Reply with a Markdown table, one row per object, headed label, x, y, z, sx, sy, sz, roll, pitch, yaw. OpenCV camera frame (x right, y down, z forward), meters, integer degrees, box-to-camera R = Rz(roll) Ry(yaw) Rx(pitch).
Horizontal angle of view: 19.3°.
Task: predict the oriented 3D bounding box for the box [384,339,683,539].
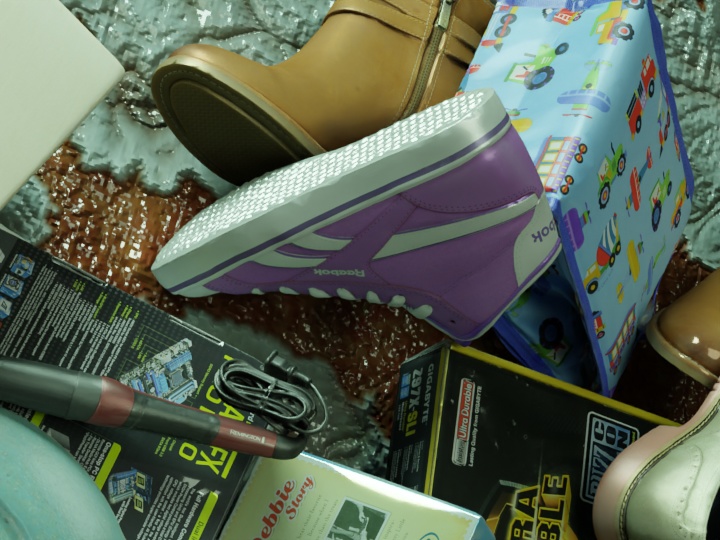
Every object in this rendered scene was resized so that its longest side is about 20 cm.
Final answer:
| label | x | y | z | sx | sy | sz | roll | pitch | yaw |
| --- | --- | --- | --- | --- | --- | --- | --- | --- | --- |
| box | 0.085 | 0.154 | 1.049 | 0.160 | 0.049 | 0.200 | 22 | 63 | -27 |

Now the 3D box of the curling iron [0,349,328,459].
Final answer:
| label | x | y | z | sx | sy | sz | roll | pitch | yaw |
| --- | --- | --- | --- | --- | --- | --- | --- | --- | --- |
| curling iron | -0.113 | 0.051 | 0.923 | 0.200 | 0.026 | 0.050 | 8 | 42 | -10 |

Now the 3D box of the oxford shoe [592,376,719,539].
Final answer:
| label | x | y | z | sx | sy | sz | roll | pitch | yaw |
| --- | --- | --- | --- | --- | --- | --- | --- | --- | --- |
| oxford shoe | 0.206 | 0.088 | 1.061 | 0.200 | 0.074 | 0.071 | -37 | 124 | -29 |

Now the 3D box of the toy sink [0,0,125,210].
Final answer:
| label | x | y | z | sx | sy | sz | roll | pitch | yaw |
| --- | --- | --- | --- | --- | --- | --- | --- | --- | --- |
| toy sink | -0.222 | -0.053 | 0.914 | 0.130 | 0.112 | 0.200 | 45 | 52 | -12 |

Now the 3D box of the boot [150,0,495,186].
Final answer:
| label | x | y | z | sx | sy | sz | roll | pitch | yaw |
| --- | --- | --- | --- | --- | --- | --- | --- | --- | --- |
| boot | -0.009 | -0.111 | 1.104 | 0.200 | 0.077 | 0.155 | 25 | 65 | -26 |

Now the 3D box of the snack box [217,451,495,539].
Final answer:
| label | x | y | z | sx | sy | sz | roll | pitch | yaw |
| --- | --- | --- | --- | --- | --- | --- | --- | --- | --- |
| snack box | -0.032 | 0.186 | 0.962 | 0.200 | 0.116 | 0.037 | -63 | 154 | -20 |

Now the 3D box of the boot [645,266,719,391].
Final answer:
| label | x | y | z | sx | sy | sz | roll | pitch | yaw |
| --- | --- | --- | --- | --- | --- | --- | --- | --- | --- |
| boot | 0.236 | -0.015 | 1.149 | 0.074 | 0.155 | 0.200 | 38 | 25 | 13 |

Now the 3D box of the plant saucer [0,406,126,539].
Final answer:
| label | x | y | z | sx | sy | sz | roll | pitch | yaw |
| --- | --- | --- | --- | --- | --- | --- | --- | --- | --- |
| plant saucer | -0.184 | 0.132 | 0.851 | 0.201 | 0.039 | 0.201 | 7 | 63 | -14 |

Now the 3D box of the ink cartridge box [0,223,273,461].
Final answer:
| label | x | y | z | sx | sy | sz | roll | pitch | yaw |
| --- | --- | --- | --- | --- | --- | --- | --- | --- | --- |
| ink cartridge box | -0.163 | 0.079 | 0.984 | 0.200 | 0.050 | 0.162 | 33 | 59 | 2 |

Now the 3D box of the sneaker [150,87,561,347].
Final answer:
| label | x | y | z | sx | sy | sz | roll | pitch | yaw |
| --- | --- | --- | --- | --- | --- | --- | --- | --- | --- |
| sneaker | 0.000 | 0.000 | 1.021 | 0.114 | 0.200 | 0.073 | 61 | 28 | -19 |

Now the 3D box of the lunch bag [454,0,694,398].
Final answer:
| label | x | y | z | sx | sy | sz | roll | pitch | yaw |
| --- | --- | --- | --- | --- | --- | --- | --- | --- | --- |
| lunch bag | 0.124 | -0.028 | 1.133 | 0.200 | 0.094 | 0.151 | 56 | 48 | -41 |

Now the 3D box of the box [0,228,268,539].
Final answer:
| label | x | y | z | sx | sy | sz | roll | pitch | yaw |
| --- | --- | --- | --- | --- | --- | --- | --- | --- | --- |
| box | -0.142 | 0.098 | 0.928 | 0.160 | 0.044 | 0.200 | 27 | 60 | -6 |
